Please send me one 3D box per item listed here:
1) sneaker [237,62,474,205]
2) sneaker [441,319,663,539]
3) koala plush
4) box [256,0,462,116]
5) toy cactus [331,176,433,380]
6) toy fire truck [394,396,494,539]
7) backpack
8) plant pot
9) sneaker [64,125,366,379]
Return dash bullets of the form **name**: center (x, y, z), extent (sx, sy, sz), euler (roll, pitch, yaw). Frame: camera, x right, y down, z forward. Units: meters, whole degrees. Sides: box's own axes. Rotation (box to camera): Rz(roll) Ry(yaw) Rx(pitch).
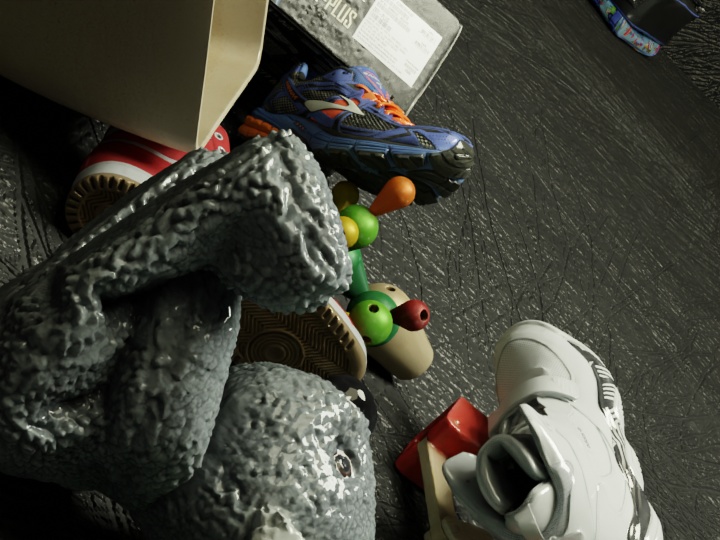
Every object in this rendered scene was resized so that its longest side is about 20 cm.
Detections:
- **sneaker**: center (-0.002, -0.100, 1.123), extent (0.199, 0.079, 0.075), euler (18, -11, 42)
- **sneaker**: center (0.101, 0.093, 0.973), extent (0.115, 0.075, 0.201), euler (31, 30, -40)
- **koala plush**: center (-0.066, 0.072, 0.716), extent (0.201, 0.183, 0.177), euler (57, -14, -12)
- **box**: center (-0.052, -0.203, 1.228), extent (0.200, 0.086, 0.164), euler (38, -13, -24)
- **toy cactus**: center (0.000, 0.000, 1.064), extent (0.165, 0.102, 0.200), euler (53, -7, -36)
- **toy fire truck**: center (0.080, 0.172, 0.967), extent (0.141, 0.049, 0.200), euler (43, 21, -11)
- **backpack**: center (0.459, -0.487, 2.829), extent (0.182, 0.134, 0.201), euler (16, 38, -55)
- **plant pot**: center (-0.147, -0.204, 0.961), extent (0.176, 0.201, 0.200), euler (11, 23, 4)
- **sneaker**: center (-0.074, -0.015, 0.966), extent (0.200, 0.071, 0.113), euler (38, 25, -19)
